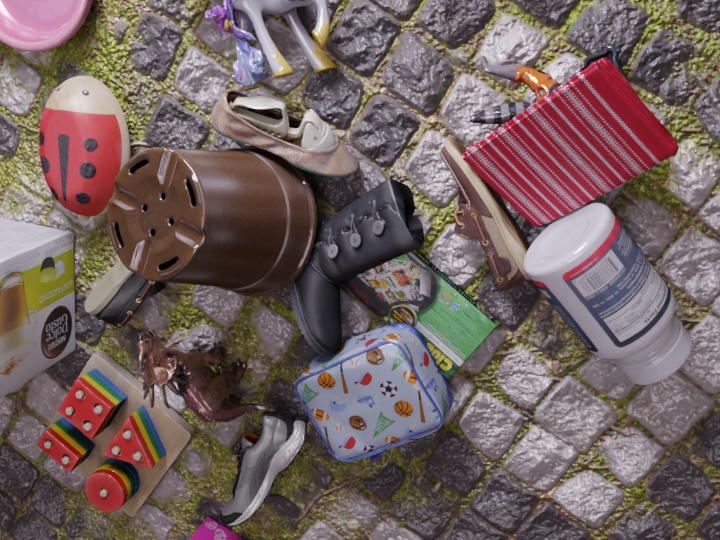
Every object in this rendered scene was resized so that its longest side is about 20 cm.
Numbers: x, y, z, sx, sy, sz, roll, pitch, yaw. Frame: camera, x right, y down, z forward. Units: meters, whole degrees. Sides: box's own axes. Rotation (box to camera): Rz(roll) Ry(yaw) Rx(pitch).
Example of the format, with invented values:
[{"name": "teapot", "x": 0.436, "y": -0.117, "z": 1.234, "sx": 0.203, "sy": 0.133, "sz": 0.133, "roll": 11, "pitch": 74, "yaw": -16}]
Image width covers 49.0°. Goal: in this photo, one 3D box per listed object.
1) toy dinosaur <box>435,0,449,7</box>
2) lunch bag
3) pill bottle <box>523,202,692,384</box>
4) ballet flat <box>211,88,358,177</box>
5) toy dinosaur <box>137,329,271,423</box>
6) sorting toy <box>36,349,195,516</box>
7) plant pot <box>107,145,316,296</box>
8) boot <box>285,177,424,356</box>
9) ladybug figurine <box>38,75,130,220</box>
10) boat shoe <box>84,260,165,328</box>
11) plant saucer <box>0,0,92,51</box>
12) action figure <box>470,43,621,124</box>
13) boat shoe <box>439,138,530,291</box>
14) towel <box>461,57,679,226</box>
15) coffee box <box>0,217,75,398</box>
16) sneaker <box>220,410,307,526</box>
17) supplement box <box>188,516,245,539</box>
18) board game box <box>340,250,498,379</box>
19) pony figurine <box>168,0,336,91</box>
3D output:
[{"name": "toy dinosaur", "x": 0.107, "y": -0.384, "z": 0.916, "sx": 0.180, "sy": 0.105, "sz": 0.201, "roll": 29, "pitch": 74, "yaw": 20}, {"name": "lunch bag", "x": 0.016, "y": 0.171, "z": 1.068, "sx": 0.198, "sy": 0.076, "sz": 0.161, "roll": -25, "pitch": 103, "yaw": 28}, {"name": "pill bottle", "x": 0.295, "y": 0.032, "z": 0.927, "sx": 0.119, "sy": 0.120, "sz": 0.200, "roll": -36, "pitch": 106, "yaw": 21}, {"name": "ballet flat", "x": -0.090, "y": -0.174, "z": 0.989, "sx": 0.197, "sy": 0.069, "sz": 0.068, "roll": 16, "pitch": 136, "yaw": -9}, {"name": "toy dinosaur", "x": -0.230, "y": 0.166, "z": 1.111, "sx": 0.199, "sy": 0.136, "sz": 0.086, "roll": 38, "pitch": 112, "yaw": 2}, {"name": "sorting toy", "x": -0.390, "y": 0.266, "z": 1.220, "sx": 0.198, "sy": 0.070, "sz": 0.201, "roll": 39, "pitch": 111, "yaw": 3}, {"name": "plant pot", "x": -0.188, "y": -0.066, "z": 0.973, "sx": 0.198, "sy": 0.198, "sz": 0.203, "roll": 0, "pitch": 90, "yaw": 28}, {"name": "boot", "x": 0.000, "y": -0.001, "z": 1.014, "sx": 0.199, "sy": 0.065, "sz": 0.167, "roll": -27, "pitch": 80, "yaw": 25}, {"name": "ladybug figurine", "x": -0.391, "y": -0.166, "z": 1.099, "sx": 0.134, "sy": 0.072, "sz": 0.203, "roll": 6, "pitch": 107, "yaw": 14}, {"name": "boat shoe", "x": -0.308, "y": -0.001, "z": 1.130, "sx": 0.201, "sy": 0.074, "sz": 0.063, "roll": -45, "pitch": 126, "yaw": 12}, {"name": "plant saucer", "x": -0.438, "y": -0.400, "z": 1.060, "sx": 0.198, "sy": 0.051, "sz": 0.203, "roll": 5, "pitch": 106, "yaw": 16}, {"name": "action figure", "x": 0.231, "y": -0.156, "z": 0.911, "sx": 0.191, "sy": 0.104, "sz": 0.203, "roll": 6, "pitch": 106, "yaw": 24}, {"name": "boat shoe", "x": 0.146, "y": -0.064, "z": 0.977, "sx": 0.072, "sy": 0.072, "sz": 0.201, "roll": -30, "pitch": 101, "yaw": 20}, {"name": "towel", "x": 0.230, "y": -0.134, "z": 0.878, "sx": 0.144, "sy": 0.023, "sz": 0.199, "roll": 39, "pitch": 136, "yaw": -21}, {"name": "coffee box", "x": -0.550, "y": 0.045, "z": 1.135, "sx": 0.197, "sy": 0.200, "sz": 0.201, "roll": 10, "pitch": 108, "yaw": 12}, {"name": "sneaker", "x": -0.155, "y": 0.286, "z": 1.152, "sx": 0.079, "sy": 0.074, "sz": 0.201, "roll": 30, "pitch": 105, "yaw": -9}, {"name": "supplement box", "x": -0.253, "y": 0.507, "z": 1.231, "sx": 0.100, "sy": 0.103, "sz": 0.202, "roll": 29, "pitch": 112, "yaw": 7}, {"name": "board game box", "x": 0.076, "y": 0.041, "z": 1.050, "sx": 0.200, "sy": 0.023, "sz": 0.105, "roll": 42, "pitch": 110, "yaw": 2}, {"name": "pony figurine", "x": -0.130, "y": -0.329, "z": 0.954, "sx": 0.191, "sy": 0.166, "sz": 0.203, "roll": -17, "pitch": 98, "yaw": -13}]
